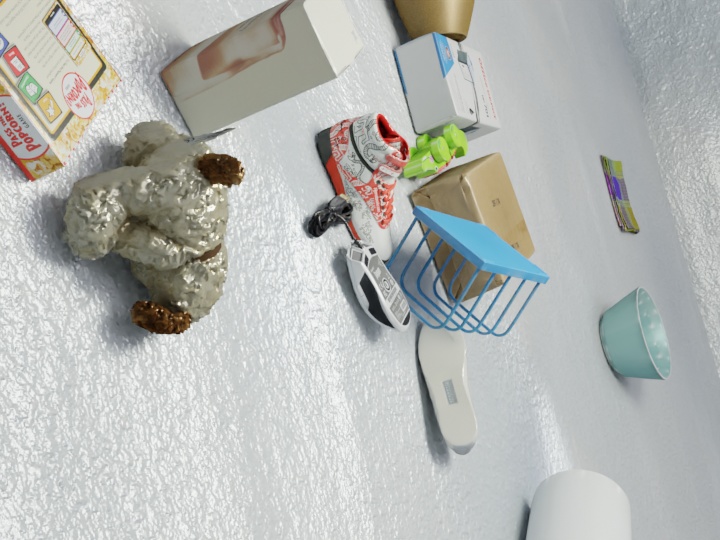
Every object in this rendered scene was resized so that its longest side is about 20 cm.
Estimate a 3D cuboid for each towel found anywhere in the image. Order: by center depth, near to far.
[{"bbox_3d":[0.659,-0.190,2.892,0.143,0.022,0.204,7,68,-60],"label":"towel"}]

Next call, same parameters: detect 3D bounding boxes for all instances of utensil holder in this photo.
[{"bbox_3d":[0.327,0.425,1.722,0.171,0.168,0.201,58,28,-24],"label":"utensil holder"}]

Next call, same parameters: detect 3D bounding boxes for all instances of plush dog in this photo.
[{"bbox_3d":[-0.173,-0.033,1.107,0.201,0.157,0.174,-64,152,-55],"label":"plush dog"}]

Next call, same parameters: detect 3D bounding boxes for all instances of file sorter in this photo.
[{"bbox_3d":[0.146,0.010,1.618,0.138,0.124,0.199,40,16,32],"label":"file sorter"}]

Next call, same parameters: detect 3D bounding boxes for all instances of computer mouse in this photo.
[{"bbox_3d":[0.000,0.000,1.505,0.202,0.043,0.110,60,24,-11],"label":"computer mouse"}]

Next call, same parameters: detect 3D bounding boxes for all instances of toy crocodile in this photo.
[{"bbox_3d":[0.119,-0.183,1.811,0.063,0.067,0.200,65,27,-12],"label":"toy crocodile"}]

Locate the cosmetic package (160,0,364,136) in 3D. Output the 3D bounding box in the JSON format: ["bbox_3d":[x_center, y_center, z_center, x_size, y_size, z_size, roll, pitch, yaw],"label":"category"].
[{"bbox_3d":[-0.108,-0.233,1.265,0.088,0.197,0.104,62,28,-18],"label":"cosmetic package"}]

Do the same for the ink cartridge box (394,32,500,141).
[{"bbox_3d":[0.149,-0.303,1.927,0.199,0.085,0.149,-2,75,-61],"label":"ink cartridge box"}]

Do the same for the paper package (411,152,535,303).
[{"bbox_3d":[0.183,-0.072,1.828,0.200,0.102,0.194,-37,108,-63],"label":"paper package"}]

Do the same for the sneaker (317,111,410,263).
[{"bbox_3d":[0.026,-0.113,1.547,0.204,0.106,0.067,66,27,-11],"label":"sneaker"}]

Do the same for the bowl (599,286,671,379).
[{"bbox_3d":[0.579,0.145,2.442,0.200,0.104,0.204,39,42,-46],"label":"bowl"}]

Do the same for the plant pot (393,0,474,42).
[{"bbox_3d":[0.123,-0.482,1.907,0.185,0.183,0.204,0,82,-62],"label":"plant pot"}]

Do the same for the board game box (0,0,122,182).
[{"bbox_3d":[-0.312,-0.206,1.030,0.201,0.046,0.153,57,30,-28],"label":"board game box"}]

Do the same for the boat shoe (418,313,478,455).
[{"bbox_3d":[0.129,0.163,1.625,0.069,0.071,0.203,80,-6,-63],"label":"boat shoe"}]
